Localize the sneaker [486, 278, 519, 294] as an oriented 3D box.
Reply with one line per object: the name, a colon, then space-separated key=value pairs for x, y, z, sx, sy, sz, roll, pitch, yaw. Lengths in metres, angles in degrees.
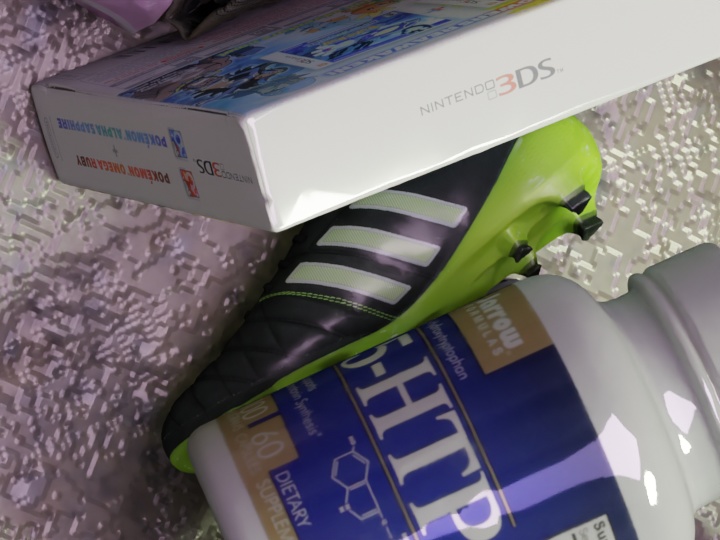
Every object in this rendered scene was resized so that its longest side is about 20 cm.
sneaker: x=0.094 y=0.101 z=1.144 sx=0.074 sy=0.087 sz=0.201 roll=-31 pitch=106 yaw=-22

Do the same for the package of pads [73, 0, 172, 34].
package of pads: x=-0.130 y=-0.181 z=1.022 sx=0.199 sy=0.076 sz=0.121 roll=30 pitch=79 yaw=-25

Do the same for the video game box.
video game box: x=0.009 y=-0.073 z=1.039 sx=0.199 sy=0.182 sz=0.047 roll=-22 pitch=104 yaw=-24

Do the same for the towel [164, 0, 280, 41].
towel: x=0.044 y=-0.153 z=1.034 sx=0.199 sy=0.192 sz=0.035 roll=-27 pitch=90 yaw=-37

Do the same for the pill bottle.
pill bottle: x=0.051 y=0.071 z=1.036 sx=0.199 sy=0.120 sz=0.120 roll=-25 pitch=104 yaw=-4

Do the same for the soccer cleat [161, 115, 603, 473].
soccer cleat: x=0.000 y=0.000 z=1.110 sx=0.200 sy=0.068 sz=0.081 roll=-37 pitch=67 yaw=-6
